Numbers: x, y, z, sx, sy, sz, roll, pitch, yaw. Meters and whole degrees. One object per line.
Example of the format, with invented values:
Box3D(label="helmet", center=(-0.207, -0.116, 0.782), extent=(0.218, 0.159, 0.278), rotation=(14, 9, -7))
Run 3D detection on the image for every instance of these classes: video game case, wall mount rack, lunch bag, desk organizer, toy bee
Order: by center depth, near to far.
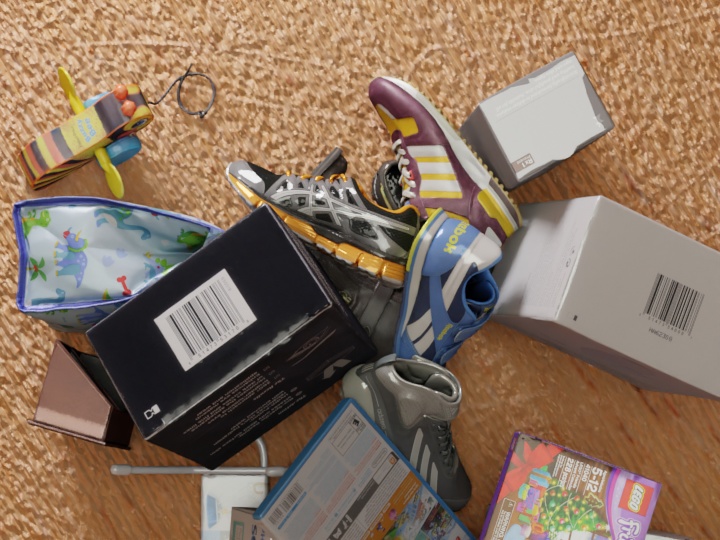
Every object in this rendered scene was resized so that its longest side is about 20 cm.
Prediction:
Box3D(label="video game case", center=(0.009, 0.236, 1.492), extent=(0.200, 0.018, 0.143), rotation=(49, 62, -18))
Box3D(label="desk organizer", center=(-0.246, 0.117, 1.523), extent=(0.071, 0.200, 0.078), rotation=(15, 83, 0))
Box3D(label="lunch bag", center=(-0.212, -0.003, 1.548), extent=(0.197, 0.170, 0.129), rotation=(-6, 83, -1))
Box3D(label="wall mount rack", center=(-0.150, 0.248, 1.575), extent=(0.171, 0.075, 0.203), rotation=(0, 84, -2))
Box3D(label="toy bee", center=(-0.246, -0.150, 1.593), extent=(0.131, 0.109, 0.200), rotation=(41, 85, 4))

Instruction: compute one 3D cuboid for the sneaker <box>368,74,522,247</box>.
Box3D(label="sneaker", center=(0.060, -0.092, 1.553), extent=(0.090, 0.075, 0.200), rotation=(-41, 83, -7))

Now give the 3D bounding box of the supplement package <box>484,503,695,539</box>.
Box3D(label="supplement package", center=(0.200, 0.334, 1.541), extent=(0.189, 0.147, 0.203), rotation=(10, 85, 0))

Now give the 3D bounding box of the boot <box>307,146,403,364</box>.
Box3D(label="boot", center=(0.000, 0.000, 1.613), extent=(0.172, 0.069, 0.202), rotation=(23, 91, -3))

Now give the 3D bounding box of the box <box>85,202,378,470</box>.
Box3D(label="box", center=(-0.109, 0.065, 1.471), extent=(0.196, 0.200, 0.118), rotation=(-35, 71, 2))

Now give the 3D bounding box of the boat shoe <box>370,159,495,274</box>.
Box3D(label="boat shoe", center=(0.087, -0.027, 1.614), extent=(0.072, 0.061, 0.201), rotation=(-45, 87, -5))

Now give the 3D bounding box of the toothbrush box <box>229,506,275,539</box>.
Box3D(label="toothbrush box", center=(-0.022, 0.298, 1.528), extent=(0.198, 0.085, 0.149), rotation=(7, 84, -33))

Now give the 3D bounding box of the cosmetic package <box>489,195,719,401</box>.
Box3D(label="cosmetic package", center=(0.244, 0.026, 1.525), extent=(0.197, 0.200, 0.124), rotation=(24, 83, -15))

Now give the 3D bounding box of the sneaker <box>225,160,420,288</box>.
Box3D(label="sneaker", center=(-0.033, -0.058, 1.533), extent=(0.198, 0.078, 0.078), rotation=(27, 86, 9))

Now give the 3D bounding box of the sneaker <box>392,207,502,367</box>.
Box3D(label="sneaker", center=(0.081, 0.042, 1.526), extent=(0.081, 0.202, 0.074), rotation=(19, 40, 15))

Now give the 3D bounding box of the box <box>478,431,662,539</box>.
Box3D(label="box", center=(0.169, 0.259, 1.453), extent=(0.135, 0.039, 0.202), rotation=(19, 85, 1))

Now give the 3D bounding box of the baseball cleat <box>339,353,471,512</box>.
Box3D(label="baseball cleat", center=(0.067, 0.154, 1.544), extent=(0.106, 0.070, 0.200), rotation=(-24, 129, 29))

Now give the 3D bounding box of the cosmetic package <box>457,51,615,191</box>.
Box3D(label="cosmetic package", center=(0.160, -0.133, 1.555), extent=(0.106, 0.200, 0.091), rotation=(-29, 87, -5))
